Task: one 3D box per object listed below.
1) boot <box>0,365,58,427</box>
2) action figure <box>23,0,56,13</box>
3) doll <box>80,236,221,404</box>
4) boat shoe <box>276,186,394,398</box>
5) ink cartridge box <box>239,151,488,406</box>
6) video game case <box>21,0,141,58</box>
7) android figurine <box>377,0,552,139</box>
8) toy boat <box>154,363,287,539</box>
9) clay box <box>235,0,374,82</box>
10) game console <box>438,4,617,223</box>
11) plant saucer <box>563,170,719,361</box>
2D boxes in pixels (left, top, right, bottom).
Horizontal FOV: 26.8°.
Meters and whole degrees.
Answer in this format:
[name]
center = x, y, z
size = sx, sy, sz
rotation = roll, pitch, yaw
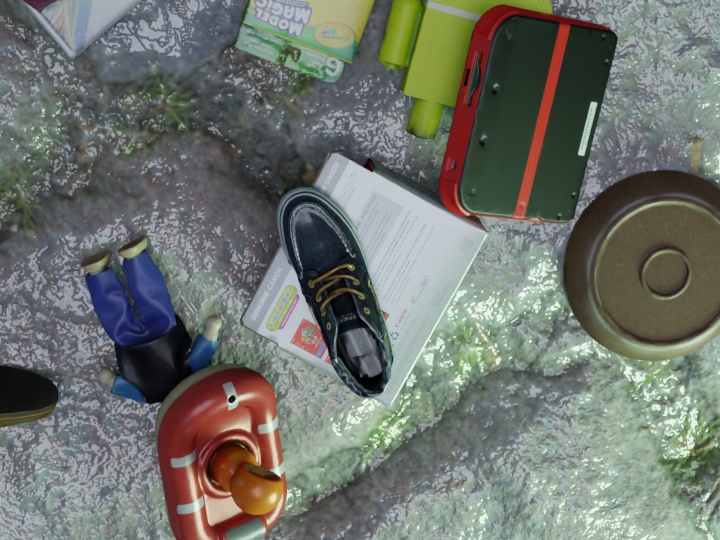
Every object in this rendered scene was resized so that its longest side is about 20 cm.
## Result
[boot]
center = -0.396, 0.147, 1.509
size = 0.198, 0.074, 0.076
rotation = -5, 123, 1
[action figure]
center = -0.345, -0.292, 1.344
size = 0.199, 0.149, 0.135
rotation = 15, 108, -21
[doll]
center = -0.203, 0.070, 1.507
size = 0.135, 0.048, 0.201
rotation = -20, 104, 1
[boat shoe]
center = -0.018, 0.019, 1.402
size = 0.070, 0.091, 0.201
rotation = -25, 102, 3
[ink cartridge box]
center = 0.000, 0.000, 1.488
size = 0.175, 0.084, 0.201
rotation = 28, 99, -9
[video game case]
center = -0.269, -0.334, 1.418
size = 0.182, 0.022, 0.200
rotation = -39, 103, 5
[android figurine]
center = 0.112, -0.219, 1.467
size = 0.180, 0.041, 0.202
rotation = 12, 103, -7
[toy boat]
center = -0.121, 0.195, 1.478
size = 0.130, 0.130, 0.202
rotation = -20, 117, -29
[clay box]
center = -0.037, -0.286, 1.435
size = 0.114, 0.048, 0.201
rotation = 18, 100, -10
[game console]
center = 0.161, -0.146, 1.451
size = 0.176, 0.031, 0.202
rotation = 2, 106, -41
[plant saucer]
center = 0.308, 0.000, 1.539
size = 0.198, 0.035, 0.202
rotation = -1, 104, -5
